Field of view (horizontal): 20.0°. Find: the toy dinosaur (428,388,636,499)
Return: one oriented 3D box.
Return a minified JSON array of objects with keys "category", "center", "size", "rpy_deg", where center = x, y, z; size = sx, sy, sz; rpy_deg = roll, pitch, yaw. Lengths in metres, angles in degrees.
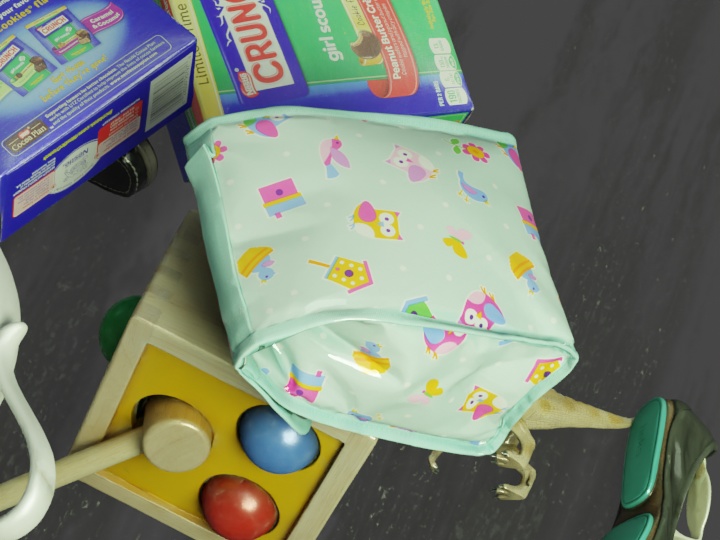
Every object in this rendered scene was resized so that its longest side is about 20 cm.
[{"category":"toy dinosaur","center":[0.101,0.094,1.348],"size":[0.198,0.058,0.102],"rpy_deg":[17,56,-10]}]

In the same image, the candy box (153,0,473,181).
[{"category":"candy box","center":[-0.044,-0.158,1.422],"size":[0.198,0.077,0.170],"rpy_deg":[-9,67,-22]}]

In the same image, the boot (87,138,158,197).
[{"category":"boot","center":[-0.246,-0.074,1.311],"size":[0.199,0.073,0.151],"rpy_deg":[33,54,6]}]

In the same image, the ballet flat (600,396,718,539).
[{"category":"ballet flat","center":[0.193,0.172,1.334],"size":[0.068,0.068,0.201],"rpy_deg":[36,55,-12]}]

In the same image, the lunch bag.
[{"category":"lunch bag","center":[0.000,0.000,1.134],"size":[0.198,0.122,0.171],"rpy_deg":[9,48,-28]}]

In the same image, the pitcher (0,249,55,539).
[{"category":"pitcher","center":[-0.243,0.069,1.185],"size":[0.170,0.121,0.202],"rpy_deg":[-5,60,18]}]

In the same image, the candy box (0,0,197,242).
[{"category":"candy box","center":[-0.229,-0.141,1.274],"size":[0.200,0.077,0.169],"rpy_deg":[42,58,17]}]

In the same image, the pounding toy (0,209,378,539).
[{"category":"pounding toy","center":[-0.102,0.090,1.219],"size":[0.199,0.185,0.143],"rpy_deg":[27,44,-3]}]
